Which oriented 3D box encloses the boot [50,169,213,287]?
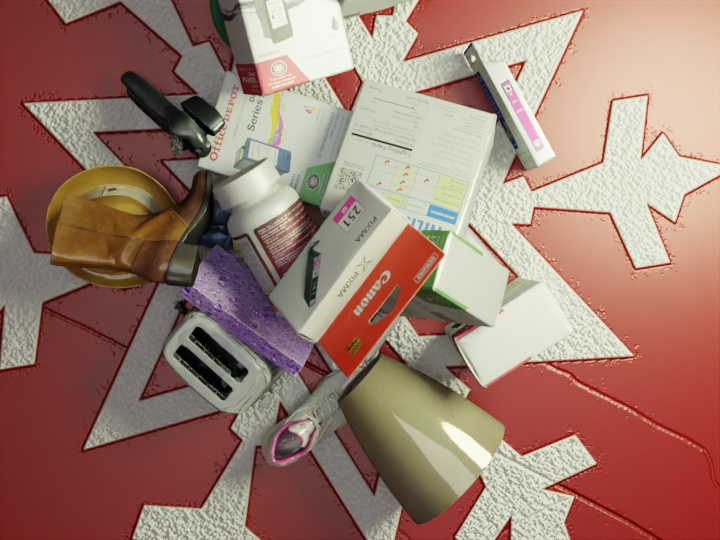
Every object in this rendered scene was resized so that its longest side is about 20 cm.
[{"bbox_3d":[-0.307,-0.072,1.425,0.198,0.069,0.190,10,67,1],"label":"boot"}]

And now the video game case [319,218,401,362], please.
[{"bbox_3d":[0.000,0.000,1.520,0.182,0.023,0.201,37,92,17],"label":"video game case"}]

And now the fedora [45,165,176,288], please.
[{"bbox_3d":[-0.355,-0.051,1.487,0.198,0.082,0.203,-1,111,-3],"label":"fedora"}]

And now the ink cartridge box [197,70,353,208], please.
[{"bbox_3d":[-0.119,-0.186,1.505,0.198,0.088,0.147,19,92,1],"label":"ink cartridge box"}]

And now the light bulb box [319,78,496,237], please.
[{"bbox_3d":[0.069,-0.131,1.452,0.196,0.125,0.202,17,76,10],"label":"light bulb box"}]

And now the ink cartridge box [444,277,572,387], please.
[{"bbox_3d":[0.202,0.083,1.467,0.147,0.200,0.086,-34,92,0],"label":"ink cartridge box"}]

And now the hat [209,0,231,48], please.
[{"bbox_3d":[-0.162,-0.433,1.526,0.164,0.176,0.202,6,113,-29],"label":"hat"}]

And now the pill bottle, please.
[{"bbox_3d":[-0.115,-0.046,1.430,0.109,0.110,0.201,-29,102,0],"label":"pill bottle"}]

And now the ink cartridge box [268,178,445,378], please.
[{"bbox_3d":[-0.010,0.007,1.309,0.043,0.174,0.201,32,98,-42],"label":"ink cartridge box"}]

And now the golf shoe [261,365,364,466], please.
[{"bbox_3d":[-0.062,0.219,1.523,0.200,0.092,0.075,-44,92,-1],"label":"golf shoe"}]

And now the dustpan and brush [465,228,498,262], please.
[{"bbox_3d":[0.087,0.010,1.528,0.200,0.057,0.140,-42,85,11],"label":"dustpan and brush"}]

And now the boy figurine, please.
[{"bbox_3d":[-0.160,-0.056,1.519,0.198,0.064,0.126,7,101,3],"label":"boy figurine"}]

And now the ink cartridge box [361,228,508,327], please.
[{"bbox_3d":[0.070,0.007,1.373,0.146,0.199,0.085,31,72,-45],"label":"ink cartridge box"}]

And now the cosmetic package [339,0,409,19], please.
[{"bbox_3d":[0.016,-0.477,1.447,0.163,0.165,0.202,-18,93,-8],"label":"cosmetic package"}]

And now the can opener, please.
[{"bbox_3d":[-0.275,-0.223,1.481,0.199,0.064,0.078,34,59,31],"label":"can opener"}]

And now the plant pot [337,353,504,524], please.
[{"bbox_3d":[0.070,0.220,1.479,0.200,0.187,0.187,44,91,-2],"label":"plant pot"}]

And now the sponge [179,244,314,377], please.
[{"bbox_3d":[-0.149,0.056,1.462,0.199,0.112,0.030,36,123,-3],"label":"sponge"}]

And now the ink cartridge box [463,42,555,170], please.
[{"bbox_3d":[0.213,-0.241,1.505,0.037,0.095,0.201,-31,93,0],"label":"ink cartridge box"}]

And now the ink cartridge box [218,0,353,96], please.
[{"bbox_3d":[-0.108,-0.354,1.405,0.144,0.083,0.202,-21,109,-20],"label":"ink cartridge box"}]

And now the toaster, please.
[{"bbox_3d":[-0.200,0.115,1.489,0.200,0.129,0.114,44,101,-3],"label":"toaster"}]
